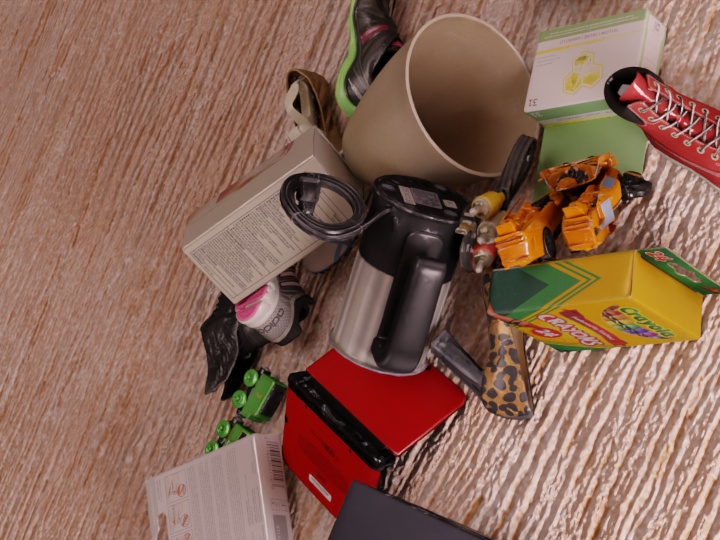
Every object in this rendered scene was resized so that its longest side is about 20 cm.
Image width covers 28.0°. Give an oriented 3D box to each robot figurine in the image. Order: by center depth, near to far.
[{"bbox_3d":[0.206,-0.063,1.421,0.144,0.059,0.200,-14,16,26],"label":"robot figurine"}]

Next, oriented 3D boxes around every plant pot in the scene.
[{"bbox_3d":[0.071,-0.166,1.642,0.200,0.186,0.189,-25,51,53],"label":"plant pot"}]

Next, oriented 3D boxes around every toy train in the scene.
[{"bbox_3d":[-0.153,0.212,1.758,0.056,0.042,0.201,29,91,39],"label":"toy train"}]

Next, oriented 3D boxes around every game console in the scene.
[{"bbox_3d":[0.011,0.180,1.621,0.200,0.118,0.174,38,129,49],"label":"game console"}]

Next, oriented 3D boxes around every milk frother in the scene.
[{"bbox_3d":[0.000,0.000,1.532,0.181,0.199,0.189,-59,-13,-69],"label":"milk frother"}]

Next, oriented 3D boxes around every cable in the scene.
[{"bbox_3d":[0.151,-0.065,1.499,0.050,0.098,0.200,13,35,27],"label":"cable"}]

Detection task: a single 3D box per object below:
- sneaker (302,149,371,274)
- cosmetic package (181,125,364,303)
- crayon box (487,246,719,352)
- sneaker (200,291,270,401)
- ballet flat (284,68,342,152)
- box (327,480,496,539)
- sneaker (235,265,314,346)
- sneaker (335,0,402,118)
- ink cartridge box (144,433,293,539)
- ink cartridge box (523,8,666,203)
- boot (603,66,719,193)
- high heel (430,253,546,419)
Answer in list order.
[{"bbox_3d":[-0.025,-0.092,1.762,0.072,0.072,0.201,27,91,48],"label":"sneaker"},{"bbox_3d":[-0.102,-0.065,1.695,0.199,0.103,0.087,-32,26,18],"label":"cosmetic package"},{"bbox_3d":[0.237,0.030,1.382,0.199,0.127,0.051,-10,63,43],"label":"crayon box"},{"bbox_3d":[-0.167,0.058,1.837,0.104,0.060,0.201,-35,51,22],"label":"sneaker"},{"bbox_3d":[-0.065,-0.185,1.851,0.068,0.072,0.201,-33,49,30],"label":"ballet flat"},{"bbox_3d":[0.093,0.294,1.348,0.199,0.182,0.105,16,81,48],"label":"box"},{"bbox_3d":[-0.102,0.024,1.781,0.074,0.087,0.200,-35,25,20],"label":"sneaker"},{"bbox_3d":[0.026,-0.283,1.823,0.083,0.077,0.201,0,72,27],"label":"sneaker"},{"bbox_3d":[-0.167,0.297,1.703,0.199,0.050,0.162,-27,62,37],"label":"ink cartridge box"},{"bbox_3d":[0.244,-0.171,1.546,0.145,0.048,0.201,-5,64,44],"label":"ink cartridge box"},{"bbox_3d":[0.323,-0.131,1.367,0.200,0.144,0.073,32,92,48],"label":"boot"},{"bbox_3d":[0.177,0.051,1.491,0.142,0.071,0.200,42,99,37],"label":"high heel"}]
